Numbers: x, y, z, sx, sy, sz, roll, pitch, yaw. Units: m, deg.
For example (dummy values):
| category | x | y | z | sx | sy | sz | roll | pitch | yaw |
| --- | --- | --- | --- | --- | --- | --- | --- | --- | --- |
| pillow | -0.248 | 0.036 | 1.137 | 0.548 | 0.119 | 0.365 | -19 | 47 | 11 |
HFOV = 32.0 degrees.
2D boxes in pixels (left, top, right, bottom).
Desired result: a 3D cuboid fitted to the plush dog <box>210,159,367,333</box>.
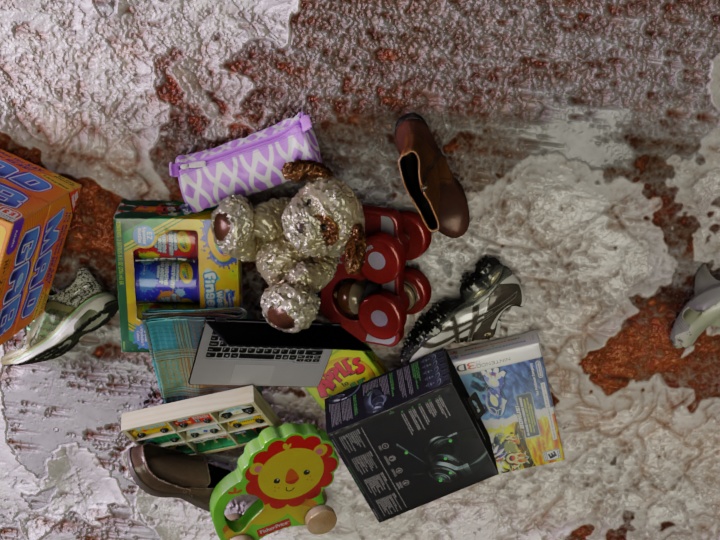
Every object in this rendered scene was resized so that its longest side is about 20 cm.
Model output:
| category | x | y | z | sx | sy | sz | roll | pitch | yaw |
| --- | --- | --- | --- | --- | --- | --- | --- | --- | --- |
| plush dog | -0.065 | -0.044 | 1.600 | 0.172 | 0.160 | 0.200 | -40 | 78 | 29 |

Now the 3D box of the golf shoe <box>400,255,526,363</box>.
| category | x | y | z | sx | sy | sz | roll | pitch | yaw |
| --- | --- | --- | --- | --- | --- | --- | --- | --- | --- |
| golf shoe | 0.143 | 0.076 | 1.736 | 0.094 | 0.078 | 0.200 | 42 | 107 | -16 |

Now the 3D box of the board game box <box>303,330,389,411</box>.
| category | x | y | z | sx | sy | sz | roll | pitch | yaw |
| --- | --- | --- | --- | --- | --- | --- | --- | --- | --- |
| board game box | 0.002 | 0.180 | 1.794 | 0.101 | 0.048 | 0.200 | -34 | 109 | 13 |

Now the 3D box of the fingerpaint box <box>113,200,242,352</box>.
| category | x | y | z | sx | sy | sz | roll | pitch | yaw |
| --- | --- | --- | --- | --- | --- | --- | --- | --- | --- |
| fingerpaint box | -0.244 | 0.011 | 1.708 | 0.166 | 0.073 | 0.201 | 1 | 113 | -1 |

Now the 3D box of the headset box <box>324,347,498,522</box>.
| category | x | y | z | sx | sy | sz | roll | pitch | yaw |
| --- | --- | --- | --- | --- | --- | --- | --- | --- | --- |
| headset box | 0.076 | 0.225 | 1.729 | 0.199 | 0.093 | 0.175 | -24 | 118 | 9 |

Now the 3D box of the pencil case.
| category | x | y | z | sx | sy | sz | roll | pitch | yaw |
| --- | --- | --- | --- | --- | --- | --- | --- | --- | --- |
| pencil case | -0.149 | -0.143 | 1.638 | 0.199 | 0.084 | 0.086 | -19 | 143 | 4 |

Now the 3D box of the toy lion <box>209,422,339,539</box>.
| category | x | y | z | sx | sy | sz | roll | pitch | yaw |
| --- | --- | --- | --- | --- | --- | --- | --- | --- | --- |
| toy lion | -0.124 | 0.310 | 1.802 | 0.199 | 0.069 | 0.192 | -20 | 125 | -8 |

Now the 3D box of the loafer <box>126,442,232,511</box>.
| category | x | y | z | sx | sy | sz | roll | pitch | yaw |
| --- | --- | --- | --- | --- | --- | --- | --- | --- | --- |
| loafer | -0.250 | 0.284 | 1.793 | 0.071 | 0.073 | 0.200 | -36 | 142 | 21 |

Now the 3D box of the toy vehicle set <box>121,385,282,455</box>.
| category | x | y | z | sx | sy | sz | roll | pitch | yaw |
| --- | --- | --- | --- | --- | --- | --- | --- | --- | --- |
| toy vehicle set | -0.222 | 0.220 | 1.776 | 0.199 | 0.027 | 0.124 | -13 | 146 | 12 |

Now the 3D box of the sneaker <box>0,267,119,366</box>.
| category | x | y | z | sx | sy | sz | roll | pitch | yaw |
| --- | --- | --- | --- | --- | --- | --- | --- | --- | --- |
| sneaker | -0.427 | 0.065 | 1.748 | 0.200 | 0.077 | 0.089 | -33 | 78 | 14 |

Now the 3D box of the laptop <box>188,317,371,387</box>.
| category | x | y | z | sx | sy | sz | roll | pitch | yaw |
| --- | --- | --- | --- | --- | --- | --- | --- | --- | --- |
| laptop | -0.110 | 0.124 | 1.627 | 0.186 | 0.116 | 0.200 | 4 | 134 | -19 |

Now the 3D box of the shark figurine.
| category | x | y | z | sx | sy | sz | roll | pitch | yaw |
| --- | --- | --- | --- | --- | --- | --- | --- | --- | --- |
| shark figurine | 0.507 | 0.024 | 1.720 | 0.214 | 0.090 | 0.128 | -26 | 144 | 18 |

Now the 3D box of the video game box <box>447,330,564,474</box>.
| category | x | y | z | sx | sy | sz | roll | pitch | yaw |
| --- | --- | --- | --- | --- | --- | --- | --- | --- | --- |
| video game box | 0.187 | 0.200 | 1.805 | 0.181 | 0.047 | 0.201 | -13 | 112 | 8 |

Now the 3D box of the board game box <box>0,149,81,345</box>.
| category | x | y | z | sx | sy | sz | roll | pitch | yaw |
| --- | --- | --- | --- | --- | --- | --- | --- | --- | --- |
| board game box | -0.509 | -0.037 | 1.599 | 0.199 | 0.200 | 0.201 | 24 | 111 | 4 |

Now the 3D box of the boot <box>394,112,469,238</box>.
| category | x | y | z | sx | sy | sz | roll | pitch | yaw |
| --- | --- | --- | --- | --- | --- | --- | --- | --- | --- |
| boot | 0.098 | -0.096 | 1.597 | 0.068 | 0.200 | 0.189 | -16 | 112 | 6 |

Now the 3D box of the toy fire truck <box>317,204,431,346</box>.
| category | x | y | z | sx | sy | sz | roll | pitch | yaw |
| --- | --- | --- | --- | --- | --- | --- | --- | --- | --- |
| toy fire truck | 0.000 | 0.000 | 1.700 | 0.167 | 0.112 | 0.201 | 10 | 116 | 24 |

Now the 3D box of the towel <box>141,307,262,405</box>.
| category | x | y | z | sx | sy | sz | roll | pitch | yaw |
| --- | --- | --- | --- | --- | --- | --- | --- | --- | --- |
| towel | -0.213 | 0.126 | 1.714 | 0.146 | 0.022 | 0.201 | -1 | 135 | 2 |
